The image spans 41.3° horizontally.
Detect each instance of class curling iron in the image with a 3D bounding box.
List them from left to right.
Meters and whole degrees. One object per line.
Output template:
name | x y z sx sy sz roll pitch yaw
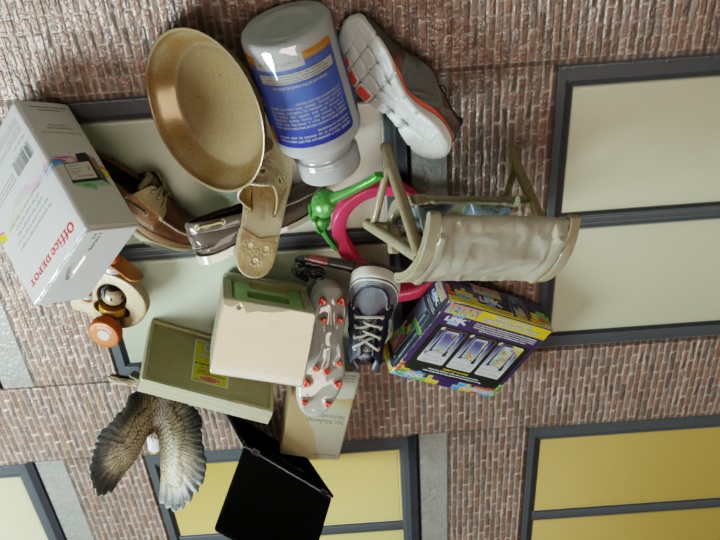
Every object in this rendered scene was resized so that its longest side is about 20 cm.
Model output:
curling iron | 0.000 0.000 1.330 0.196 0.026 0.050 4 152 -9

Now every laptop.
laptop | -0.150 0.350 1.512 0.186 0.200 0.117 37 91 -28

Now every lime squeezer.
lime squeezer | -0.035 -0.077 1.220 0.070 0.038 0.200 -15 160 -24

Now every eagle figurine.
eagle figurine | -0.309 0.244 1.436 0.149 0.202 0.152 -18 128 12

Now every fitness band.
fitness band | 0.041 -0.040 1.334 0.142 0.038 0.201 -19 127 16

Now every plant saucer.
plant saucer | -0.177 -0.194 1.142 0.198 0.035 0.203 23 130 30

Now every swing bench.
swing bench | 0.130 -0.057 1.182 0.195 0.201 0.132 1 122 -20

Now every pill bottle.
pill bottle | -0.063 -0.205 1.142 0.110 0.113 0.202 -12 129 7

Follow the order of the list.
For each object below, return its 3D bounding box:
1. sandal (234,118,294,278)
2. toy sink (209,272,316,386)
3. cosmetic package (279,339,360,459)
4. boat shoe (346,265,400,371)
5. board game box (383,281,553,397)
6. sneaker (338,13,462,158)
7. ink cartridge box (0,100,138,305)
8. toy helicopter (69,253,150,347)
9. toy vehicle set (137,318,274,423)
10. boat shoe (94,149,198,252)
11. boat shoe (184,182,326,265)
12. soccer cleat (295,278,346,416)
sandal | -0.120 -0.096 1.187 0.076 0.070 0.216 4 95 -12
toy sink | -0.141 0.073 1.350 0.128 0.200 0.114 10 99 -9
cosmetic package | -0.065 0.201 1.497 0.103 0.072 0.202 6 128 -7
boat shoe | 0.016 0.073 1.335 0.073 0.094 0.201 5 156 4
board game box | 0.158 0.101 1.417 0.197 0.057 0.166 17 126 -30
sneaker | 0.052 -0.231 1.164 0.077 0.082 0.201 -21 112 49
ink cartridge box | -0.377 -0.082 1.168 0.145 0.201 0.083 -46 158 30
toy helicopter | -0.379 0.004 1.324 0.199 0.079 0.132 36 127 -13
toy vehicle set | -0.223 0.148 1.412 0.197 0.125 0.027 17 127 -16
boat shoe | -0.286 -0.091 1.249 0.198 0.076 0.074 25 121 -22
boat shoe | -0.133 -0.076 1.256 0.197 0.072 0.060 -25 113 -6
soccer cleat | -0.055 0.110 1.382 0.068 0.078 0.204 5 105 -14
